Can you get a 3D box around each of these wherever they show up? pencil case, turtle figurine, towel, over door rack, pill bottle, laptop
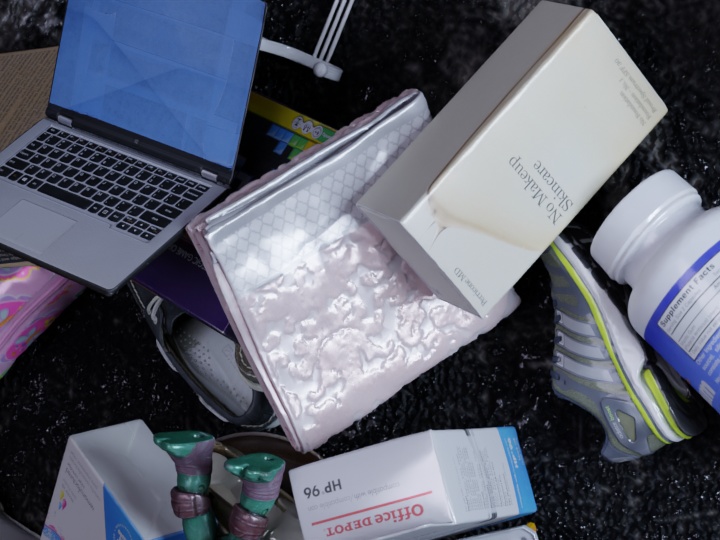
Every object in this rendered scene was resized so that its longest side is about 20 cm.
[{"bbox_3d":[-0.284,0.032,1.731,0.200,0.087,0.088,-47,70,14],"label":"pencil case"},{"bbox_3d":[-0.108,0.219,1.505,0.148,0.101,0.202,10,100,13],"label":"turtle figurine"},{"bbox_3d":[0.000,0.000,1.524,0.199,0.032,0.192,-33,114,-16],"label":"towel"},{"bbox_3d":[-0.078,-0.247,1.662,0.199,0.066,0.149,26,98,24],"label":"over door rack"},{"bbox_3d":[0.251,0.028,1.467,0.200,0.112,0.112,46,105,21],"label":"pill bottle"},{"bbox_3d":[-0.184,-0.109,1.509,0.186,0.200,0.117,21,139,34],"label":"laptop"}]

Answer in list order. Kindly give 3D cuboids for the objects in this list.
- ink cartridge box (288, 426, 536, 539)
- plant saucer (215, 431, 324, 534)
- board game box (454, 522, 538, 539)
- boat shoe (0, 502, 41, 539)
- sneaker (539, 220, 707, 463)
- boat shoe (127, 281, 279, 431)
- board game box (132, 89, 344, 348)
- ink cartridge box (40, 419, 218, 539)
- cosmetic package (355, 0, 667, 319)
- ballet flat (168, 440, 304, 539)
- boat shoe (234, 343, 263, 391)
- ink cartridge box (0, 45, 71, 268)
[{"bbox_3d":[0.030,0.155,1.515,0.115,0.200,0.069,-18,80,23],"label":"ink cartridge box"},{"bbox_3d":[-0.075,0.223,1.654,0.198,0.032,0.202,-1,87,26],"label":"plant saucer"},{"bbox_3d":[0.063,0.294,1.563,0.198,0.026,0.202,-15,95,23],"label":"board game box"},{"bbox_3d":[-0.326,0.198,1.750,0.198,0.075,0.069,14,99,26],"label":"boat shoe"},{"bbox_3d":[0.159,0.046,1.533,0.081,0.074,0.201,-36,71,24],"label":"sneaker"},{"bbox_3d":[-0.126,0.038,1.671,0.200,0.060,0.076,46,105,20],"label":"boat shoe"},{"bbox_3d":[-0.097,-0.047,1.598,0.199,0.057,0.166,27,84,48],"label":"board game box"},{"bbox_3d":[-0.184,0.226,1.633,0.116,0.067,0.201,48,134,34],"label":"ink cartridge box"},{"bbox_3d":[0.105,-0.078,1.500,0.200,0.104,0.073,-49,28,-10],"label":"cosmetic package"},{"bbox_3d":[-0.073,0.180,1.571,0.200,0.069,0.070,35,102,40],"label":"ballet flat"},{"bbox_3d":[-0.042,-0.009,1.609,0.072,0.060,0.203,24,82,21],"label":"boat shoe"},{"bbox_3d":[-0.265,-0.088,1.674,0.163,0.201,0.076,-3,128,25],"label":"ink cartridge box"}]
